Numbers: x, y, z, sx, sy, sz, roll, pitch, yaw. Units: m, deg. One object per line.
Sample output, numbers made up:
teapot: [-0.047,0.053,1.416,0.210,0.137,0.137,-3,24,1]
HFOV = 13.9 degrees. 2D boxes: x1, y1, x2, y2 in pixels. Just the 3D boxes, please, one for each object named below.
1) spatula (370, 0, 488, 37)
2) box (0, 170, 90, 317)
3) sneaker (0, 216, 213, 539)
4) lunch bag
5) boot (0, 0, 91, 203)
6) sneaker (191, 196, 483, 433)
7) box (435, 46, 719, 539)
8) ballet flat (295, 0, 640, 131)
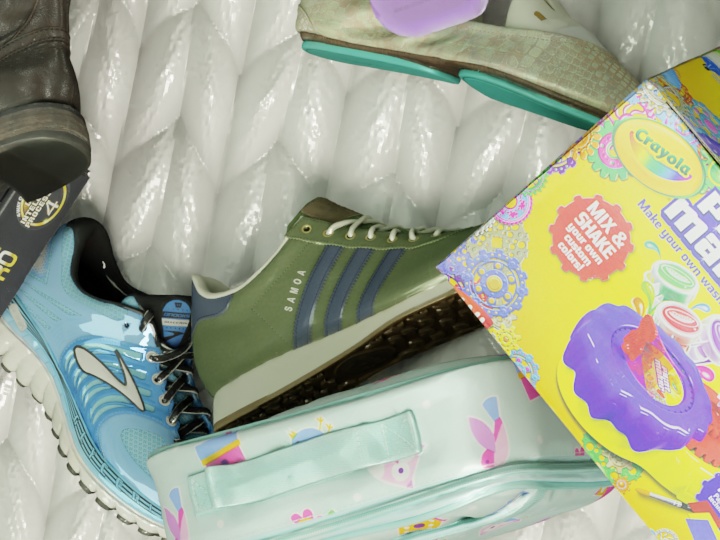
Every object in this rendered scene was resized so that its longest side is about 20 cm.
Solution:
spatula: [0.014,-0.205,1.378,0.056,0.021,0.200,-18,71,22]
box: [-0.249,-0.033,1.513,0.200,0.049,0.161,36,96,37]
sneaker: [-0.110,0.054,1.464,0.090,0.078,0.200,-47,70,17]
lunch bag: [0.008,0.094,1.349,0.200,0.160,0.077,-19,81,25]
boot: [-0.207,-0.109,1.450,0.200,0.069,0.174,-15,62,20]
sneaker: [0.000,0.000,1.407,0.200,0.067,0.090,-28,69,21]
box: [0.165,0.021,1.226,0.122,0.193,0.200,-41,84,22]
ballet flat: [0.057,-0.111,1.379,0.200,0.067,0.062,18,89,27]
